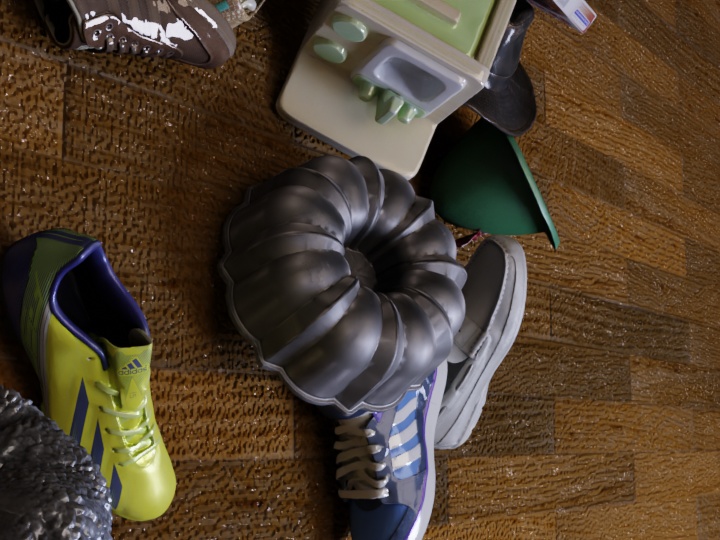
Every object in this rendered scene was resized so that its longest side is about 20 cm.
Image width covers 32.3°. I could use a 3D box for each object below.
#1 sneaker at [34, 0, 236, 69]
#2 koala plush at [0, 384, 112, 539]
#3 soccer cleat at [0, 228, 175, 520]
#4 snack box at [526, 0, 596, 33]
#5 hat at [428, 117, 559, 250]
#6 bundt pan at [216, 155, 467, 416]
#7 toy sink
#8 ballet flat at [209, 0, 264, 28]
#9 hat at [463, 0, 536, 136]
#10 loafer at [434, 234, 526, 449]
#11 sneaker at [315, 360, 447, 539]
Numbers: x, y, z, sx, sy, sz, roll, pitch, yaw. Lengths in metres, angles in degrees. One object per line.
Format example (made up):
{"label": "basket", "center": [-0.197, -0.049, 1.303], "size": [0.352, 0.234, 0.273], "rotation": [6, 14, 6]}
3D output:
{"label": "sneaker", "center": [-0.164, -0.165, 0.787], "size": [0.200, 0.070, 0.076], "rotation": [31, 76, -46]}
{"label": "koala plush", "center": [-0.185, 0.176, 0.609], "size": [0.178, 0.183, 0.201], "rotation": [-58, 144, -44]}
{"label": "soccer cleat", "center": [-0.150, 0.068, 0.739], "size": [0.065, 0.083, 0.201], "rotation": [-48, 125, -50]}
{"label": "snack box", "center": [0.128, -0.283, 1.151], "size": [0.024, 0.200, 0.072], "rotation": [-55, 144, 7]}
{"label": "hat", "center": [0.078, -0.059, 1.184], "size": [0.166, 0.175, 0.200], "rotation": [64, 6, 10]}
{"label": "bundt pan", "center": [0.000, 0.000, 0.921], "size": [0.201, 0.076, 0.203], "rotation": [20, 55, -30]}
{"label": "toy sink", "center": [0.037, -0.194, 0.972], "size": [0.130, 0.112, 0.201], "rotation": [27, 72, -13]}
{"label": "ballet flat", "center": [-0.072, -0.235, 0.926], "size": [0.071, 0.065, 0.201], "rotation": [58, 40, -32]}
{"label": "hat", "center": [0.109, -0.218, 1.113], "size": [0.200, 0.081, 0.201], "rotation": [31, 33, -23]}
{"label": "loafer", "center": [0.087, 0.063, 1.084], "size": [0.070, 0.070, 0.201], "rotation": [9, 103, -38]}
{"label": "sneaker", "center": [-0.007, 0.124, 0.978], "size": [0.146, 0.080, 0.201], "rotation": [28, 67, -41]}
